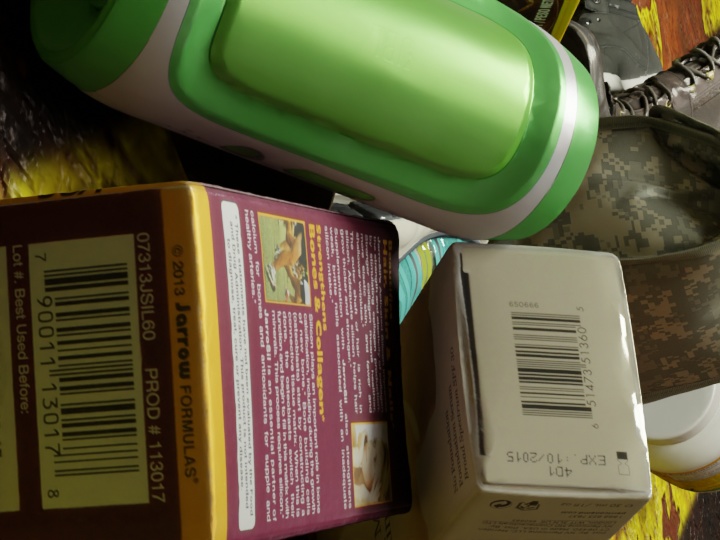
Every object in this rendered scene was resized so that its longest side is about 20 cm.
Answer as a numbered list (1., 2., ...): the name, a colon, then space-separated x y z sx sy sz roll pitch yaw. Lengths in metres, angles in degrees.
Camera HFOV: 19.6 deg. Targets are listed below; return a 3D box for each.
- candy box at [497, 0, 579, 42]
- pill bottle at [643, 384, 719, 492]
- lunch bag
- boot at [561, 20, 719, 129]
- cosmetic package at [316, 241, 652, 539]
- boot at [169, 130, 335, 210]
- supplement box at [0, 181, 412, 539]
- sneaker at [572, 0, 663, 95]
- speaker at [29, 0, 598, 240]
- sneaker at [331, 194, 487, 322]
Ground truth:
1. candy box: 0.029 -0.098 0.852 0.200 0.101 0.027 109 -12 -69
2. pill bottle: 0.237 0.098 1.534 0.200 0.112 0.114 32 54 -68
3. lunch bag: 0.159 -0.006 1.185 0.164 0.198 0.119 57 33 -52
4. boot: 0.172 -0.104 1.316 0.173 0.069 0.201 -33 142 -29
5. cosmetic package: 0.041 0.081 0.834 0.200 0.070 0.106 119 -30 -55
6. boot: -0.043 -0.108 0.817 0.075 0.073 0.202 -52 132 -78
7. supplement box: -0.053 0.035 0.706 0.200 0.085 0.112 8 78 -71
8. sneaker: 0.140 -0.152 1.401 0.200 0.070 0.100 -17 83 -60
9. speaker: -0.012 -0.074 0.729 0.199 0.088 0.089 20 61 -33
10. sneaker: 0.000 0.000 0.937 0.200 0.077 0.081 -13 116 -67
